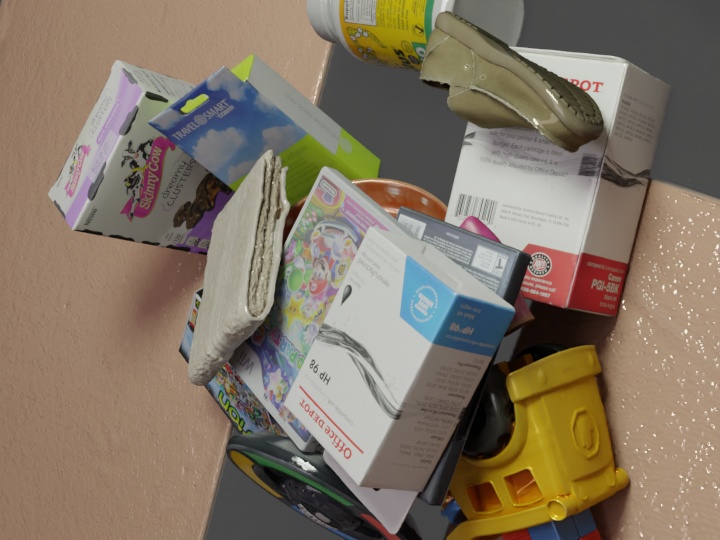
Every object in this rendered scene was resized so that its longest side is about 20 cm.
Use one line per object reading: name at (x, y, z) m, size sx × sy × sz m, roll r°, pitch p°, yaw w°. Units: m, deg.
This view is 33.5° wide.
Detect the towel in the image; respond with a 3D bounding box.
towel at (-0.109, -0.003, 1.089) m, size 0.133 × 0.034 × 0.200 m, roll -48°, pitch 28°, yaw 46°

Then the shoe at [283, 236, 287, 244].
shoe at (-0.107, 0.035, 1.226) m, size 0.200 × 0.091 × 0.072 m, roll -49°, pitch 53°, yaw 25°

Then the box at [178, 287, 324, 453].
box at (-0.104, 0.118, 1.183) m, size 0.200 × 0.035 × 0.110 m, roll 50°, pitch 144°, yaw 21°

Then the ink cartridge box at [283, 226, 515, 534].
ink cartridge box at (0.017, 0.084, 0.897) m, size 0.116 × 0.067 × 0.200 m, roll 39°, pitch 109°, yaw 46°

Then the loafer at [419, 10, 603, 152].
loafer at (0.115, -0.139, 0.950) m, size 0.068 × 0.076 × 0.200 m, roll -61°, pitch 39°, yaw 18°

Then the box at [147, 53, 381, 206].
box at (-0.092, -0.124, 1.170) m, size 0.122 × 0.200 × 0.048 m, roll -28°, pitch 37°, yaw 36°

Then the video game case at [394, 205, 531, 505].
video game case at (0.047, 0.062, 0.935) m, size 0.143 × 0.019 × 0.200 m, roll 25°, pitch 99°, yaw 49°

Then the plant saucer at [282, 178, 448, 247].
plant saucer at (0.000, 0.000, 1.106) m, size 0.200 × 0.032 × 0.201 m, roll -6°, pitch 53°, yaw 8°

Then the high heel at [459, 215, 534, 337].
high heel at (0.049, 0.038, 0.994) m, size 0.200 × 0.067 × 0.096 m, roll -35°, pitch 77°, yaw 43°

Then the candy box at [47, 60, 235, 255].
candy box at (-0.200, -0.111, 1.266) m, size 0.072 × 0.200 × 0.168 m, roll 48°, pitch 115°, yaw 38°

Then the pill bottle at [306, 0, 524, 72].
pill bottle at (0.044, -0.245, 1.122) m, size 0.200 × 0.113 × 0.113 m, roll 19°, pitch 95°, yaw 43°

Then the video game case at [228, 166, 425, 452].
video game case at (-0.035, 0.030, 1.008) m, size 0.143 × 0.018 × 0.200 m, roll 42°, pitch 111°, yaw 45°

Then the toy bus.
toy bus at (0.115, 0.170, 0.982) m, size 0.200 × 0.136 × 0.192 m, roll -24°, pitch 82°, yaw 40°

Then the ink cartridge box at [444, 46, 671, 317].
ink cartridge box at (0.159, -0.076, 1.002) m, size 0.147 × 0.083 × 0.200 m, roll 17°, pitch 94°, yaw 43°

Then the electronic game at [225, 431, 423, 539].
electronic game at (-0.032, 0.203, 1.062) m, size 0.200 × 0.200 × 0.042 m, roll 11°, pitch 62°, yaw 44°
